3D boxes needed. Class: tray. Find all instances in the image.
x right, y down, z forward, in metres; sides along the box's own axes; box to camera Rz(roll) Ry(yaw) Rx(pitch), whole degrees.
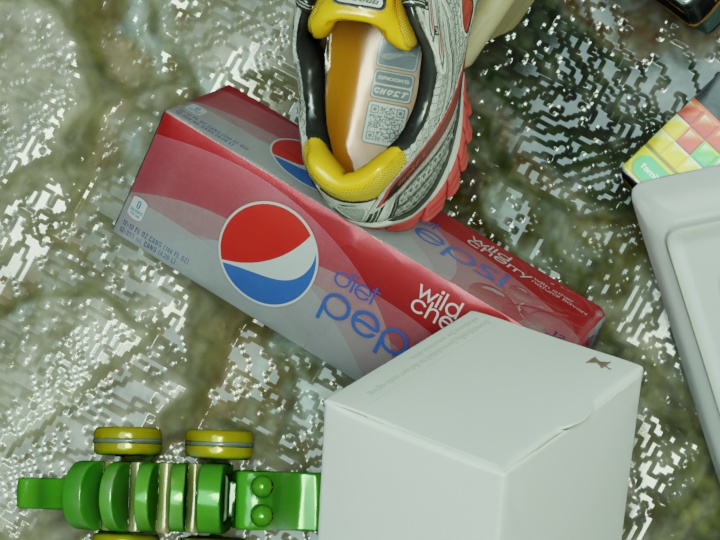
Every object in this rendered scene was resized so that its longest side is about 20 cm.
[{"bbox_3d":[0.180,0.051,0.853,0.107,0.022,0.200,-13,100,33],"label":"tray"}]

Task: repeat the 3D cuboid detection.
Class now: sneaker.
[{"bbox_3d":[0.016,-0.115,0.821,0.078,0.082,0.200,3,90,15],"label":"sneaker"}]

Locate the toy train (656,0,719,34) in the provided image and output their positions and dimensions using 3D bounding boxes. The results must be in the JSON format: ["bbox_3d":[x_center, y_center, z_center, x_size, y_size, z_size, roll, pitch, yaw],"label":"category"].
[{"bbox_3d":[0.170,-0.189,0.878,0.085,0.114,0.200,39,90,17],"label":"toy train"}]

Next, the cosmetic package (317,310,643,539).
[{"bbox_3d":[0.043,0.131,0.823,0.085,0.108,0.200,18,117,31],"label":"cosmetic package"}]

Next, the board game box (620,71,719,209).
[{"bbox_3d":[0.236,-0.027,0.882,0.165,0.057,0.200,-45,80,4],"label":"board game box"}]

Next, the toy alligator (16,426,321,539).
[{"bbox_3d":[-0.058,0.099,0.916,0.200,0.054,0.059,1,85,9],"label":"toy alligator"}]

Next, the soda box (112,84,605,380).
[{"bbox_3d":[0.000,0.000,0.901,0.200,0.070,0.063,31,113,10],"label":"soda box"}]

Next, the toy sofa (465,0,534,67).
[{"bbox_3d":[-0.004,-0.181,0.900,0.200,0.098,0.083,43,123,11],"label":"toy sofa"}]
